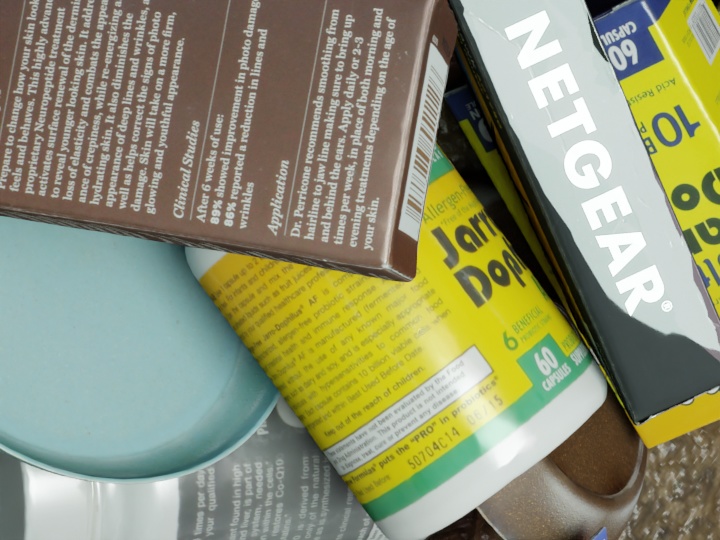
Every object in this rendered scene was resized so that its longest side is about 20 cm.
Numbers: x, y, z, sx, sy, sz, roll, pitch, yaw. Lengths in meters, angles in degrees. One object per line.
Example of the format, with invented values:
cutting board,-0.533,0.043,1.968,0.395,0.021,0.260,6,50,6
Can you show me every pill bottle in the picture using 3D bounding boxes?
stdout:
pill bottle,-0.067,0.081,0.873,0.200,0.113,0.113,-5,97,-26
pill bottle,0.000,0.000,0.786,0.113,0.113,0.200,-35,88,-19

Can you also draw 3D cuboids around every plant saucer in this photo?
plant saucer,-0.116,-0.003,0.797,0.200,0.027,0.201,19,55,-28
plant saucer,0.085,0.043,0.923,0.200,0.032,0.201,39,38,-39

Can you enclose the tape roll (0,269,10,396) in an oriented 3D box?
tape roll,-0.234,0.016,0.749,0.202,0.037,0.203,14,60,-27

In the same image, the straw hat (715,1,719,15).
straw hat,0.224,-0.122,0.973,0.085,0.201,0.201,-31,109,2

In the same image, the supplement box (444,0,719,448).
supplement box,0.145,-0.037,0.934,0.200,0.109,0.110,59,27,-11

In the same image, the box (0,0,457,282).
box,-0.072,-0.060,0.706,0.199,0.075,0.100,10,87,9

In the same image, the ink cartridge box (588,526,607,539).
ink cartridge box,0.041,0.201,0.829,0.200,0.042,0.120,-32,124,-39

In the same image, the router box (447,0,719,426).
router box,0.084,-0.052,0.800,0.051,0.149,0.200,-25,101,3
